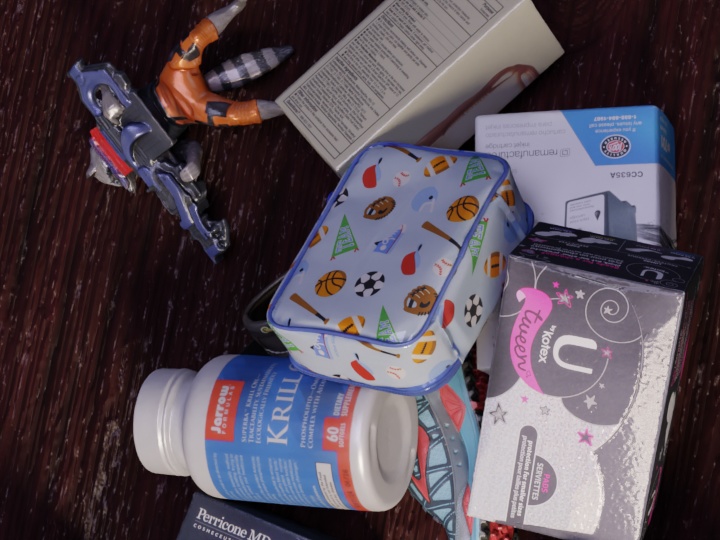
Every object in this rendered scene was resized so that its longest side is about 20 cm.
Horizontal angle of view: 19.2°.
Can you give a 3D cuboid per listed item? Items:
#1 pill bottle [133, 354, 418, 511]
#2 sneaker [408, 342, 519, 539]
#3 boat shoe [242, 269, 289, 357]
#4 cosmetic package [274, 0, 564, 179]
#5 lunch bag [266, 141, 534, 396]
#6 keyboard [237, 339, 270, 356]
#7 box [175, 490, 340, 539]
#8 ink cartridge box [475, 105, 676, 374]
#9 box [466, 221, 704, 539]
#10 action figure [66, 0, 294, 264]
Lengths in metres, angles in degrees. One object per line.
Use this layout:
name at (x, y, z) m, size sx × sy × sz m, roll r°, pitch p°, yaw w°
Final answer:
pill bottle at (-0.066, 0.121, 1.615) m, size 0.200 × 0.112 × 0.112 m, roll 1°, pitch 81°, yaw 23°
sneaker at (0.065, 0.152, 1.654) m, size 0.095 × 0.079 × 0.200 m, roll -16°, pitch 68°, yaw 23°
boat shoe at (0.000, 0.000, 1.666) m, size 0.201 × 0.061 × 0.072 m, roll -37°, pitch 44°, yaw 10°
cosmetic package at (0.047, -0.152, 1.679) m, size 0.200 × 0.087 × 0.103 m, roll -41°, pitch 52°, yaw 3°
lunch bag at (0.028, -0.007, 1.567) m, size 0.160 × 0.076 × 0.200 m, roll 7°, pitch 54°, yaw 36°
keyboard at (-0.019, 0.060, 1.697) m, size 0.200 × 0.021 × 0.127 m, roll -42°, pitch 45°, yaw 6°
box at (-0.085, 0.289, 1.649) m, size 0.148 × 0.104 × 0.200 m, roll 19°, pitch 86°, yaw 19°
ink cartridge box at (0.166, -0.018, 1.640) m, size 0.146 × 0.086 × 0.200 m, roll -3°, pitch 79°, yaw 16°
box at (0.159, 0.083, 1.526) m, size 0.132 × 0.115 × 0.200 m, roll 12°, pitch 105°, yaw 12°
action figure at (-0.137, -0.114, 1.760) m, size 0.193 × 0.105 × 0.200 m, roll -27°, pitch 100°, yaw 17°
